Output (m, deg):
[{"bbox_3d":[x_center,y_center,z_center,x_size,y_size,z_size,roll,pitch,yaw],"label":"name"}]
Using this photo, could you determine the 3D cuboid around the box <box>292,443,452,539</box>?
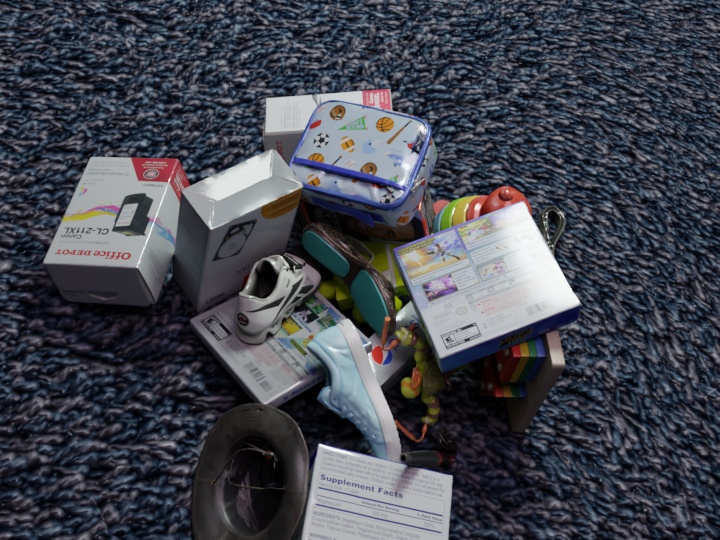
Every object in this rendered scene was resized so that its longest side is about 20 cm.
[{"bbox_3d":[0.008,0.343,1.158,0.181,0.105,0.202,15,54,-6],"label":"box"}]

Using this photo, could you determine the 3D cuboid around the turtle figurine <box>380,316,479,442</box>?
[{"bbox_3d":[0.103,0.126,1.298,0.064,0.203,0.161,8,33,45],"label":"turtle figurine"}]

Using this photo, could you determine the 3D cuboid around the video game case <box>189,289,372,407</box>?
[{"bbox_3d":[-0.112,0.091,1.306,0.181,0.022,0.200,-27,47,-27],"label":"video game case"}]

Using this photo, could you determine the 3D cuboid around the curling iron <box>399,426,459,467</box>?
[{"bbox_3d":[0.088,0.239,1.232,0.050,0.025,0.199,56,17,16],"label":"curling iron"}]

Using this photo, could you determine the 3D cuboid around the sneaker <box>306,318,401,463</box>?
[{"bbox_3d":[-0.013,0.171,1.222,0.081,0.074,0.203,-22,84,-9],"label":"sneaker"}]

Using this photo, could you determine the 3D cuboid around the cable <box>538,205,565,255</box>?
[{"bbox_3d":[0.308,-0.037,1.545,0.096,0.051,0.200,34,55,10],"label":"cable"}]

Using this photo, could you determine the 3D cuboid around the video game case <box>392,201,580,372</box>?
[{"bbox_3d":[0.165,0.018,1.254,0.197,0.046,0.183,-20,57,-4],"label":"video game case"}]

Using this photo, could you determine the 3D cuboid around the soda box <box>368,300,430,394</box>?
[{"bbox_3d":[0.044,0.118,1.348,0.063,0.069,0.199,40,55,15],"label":"soda box"}]

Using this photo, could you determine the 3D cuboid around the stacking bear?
[{"bbox_3d":[0.180,-0.066,1.415,0.113,0.199,0.122,-37,96,-35],"label":"stacking bear"}]

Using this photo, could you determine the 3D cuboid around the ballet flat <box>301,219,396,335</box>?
[{"bbox_3d":[0.000,0.000,1.340,0.200,0.068,0.075,48,45,14],"label":"ballet flat"}]

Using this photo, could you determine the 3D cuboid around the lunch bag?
[{"bbox_3d":[0.005,-0.147,1.306,0.197,0.076,0.162,16,67,22],"label":"lunch bag"}]

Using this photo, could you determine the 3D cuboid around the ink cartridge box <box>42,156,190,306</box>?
[{"bbox_3d":[-0.336,-0.059,1.321,0.143,0.083,0.202,2,52,11],"label":"ink cartridge box"}]

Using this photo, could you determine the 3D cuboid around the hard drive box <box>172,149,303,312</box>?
[{"bbox_3d":[-0.176,-0.054,1.319,0.155,0.201,0.077,-29,68,-29],"label":"hard drive box"}]

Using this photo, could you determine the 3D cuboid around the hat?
[{"bbox_3d":[-0.123,0.274,1.176,0.198,0.081,0.204,-11,67,28],"label":"hat"}]

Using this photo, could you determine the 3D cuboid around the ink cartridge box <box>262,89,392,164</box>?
[{"bbox_3d":[-0.047,-0.198,1.464,0.196,0.146,0.084,-3,54,1],"label":"ink cartridge box"}]

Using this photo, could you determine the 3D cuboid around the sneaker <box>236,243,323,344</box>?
[{"bbox_3d":[-0.109,0.008,1.319,0.073,0.090,0.201,14,41,19],"label":"sneaker"}]

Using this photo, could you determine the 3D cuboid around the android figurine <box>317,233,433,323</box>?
[{"bbox_3d":[0.020,-0.012,1.408,0.197,0.041,0.184,-13,58,3],"label":"android figurine"}]

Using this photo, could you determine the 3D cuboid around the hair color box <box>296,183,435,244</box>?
[{"bbox_3d":[0.004,-0.093,1.377,0.197,0.102,0.062,5,61,16],"label":"hair color box"}]

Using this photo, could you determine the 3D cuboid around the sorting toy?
[{"bbox_3d":[0.210,0.096,1.334,0.068,0.200,0.203,1,55,-9],"label":"sorting toy"}]
